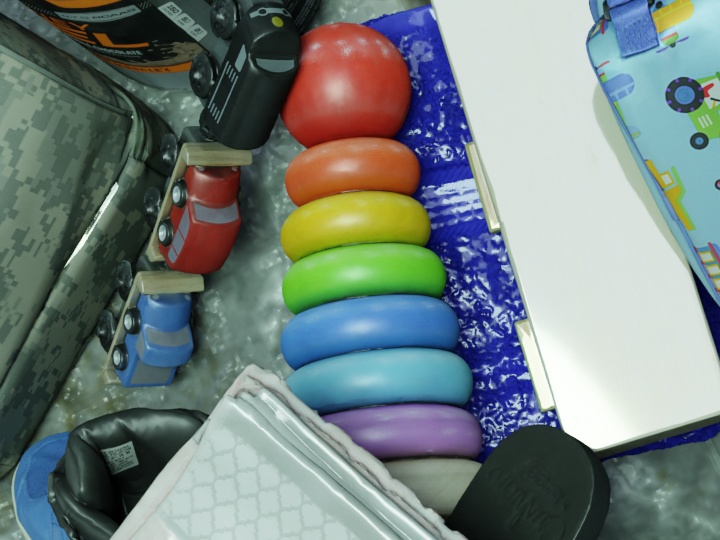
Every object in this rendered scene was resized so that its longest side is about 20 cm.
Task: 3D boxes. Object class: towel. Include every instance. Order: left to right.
[{"bbox_3d":[-0.017,0.163,0.783,0.200,0.032,0.191,39,112,10],"label":"towel"},{"bbox_3d":[0.070,-0.018,0.936,0.147,0.050,0.201,-15,81,12],"label":"towel"}]

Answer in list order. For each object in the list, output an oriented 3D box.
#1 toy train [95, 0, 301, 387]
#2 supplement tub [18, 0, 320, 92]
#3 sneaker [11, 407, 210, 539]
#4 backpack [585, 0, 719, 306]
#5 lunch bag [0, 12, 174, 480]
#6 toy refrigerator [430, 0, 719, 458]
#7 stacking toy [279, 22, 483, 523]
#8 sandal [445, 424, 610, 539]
[{"bbox_3d":[-0.065,-0.024,0.929,0.046,0.034,0.200,57,136,38],"label":"toy train"},{"bbox_3d":[-0.093,-0.150,0.905,0.122,0.200,0.123,-3,78,15],"label":"supplement tub"},{"bbox_3d":[-0.088,0.086,0.893,0.077,0.111,0.200,-27,35,-18],"label":"sneaker"},{"bbox_3d":[0.200,-0.083,0.824,0.200,0.135,0.183,-18,114,21],"label":"backpack"},{"bbox_3d":[-0.183,-0.020,0.934,0.139,0.168,0.200,32,92,14],"label":"lunch bag"},{"bbox_3d":[0.078,-0.031,0.878,0.070,0.076,0.201,-18,82,4],"label":"toy refrigerator"},{"bbox_3d":[0.000,0.000,0.892,0.085,0.085,0.201,-9,78,12],"label":"stacking toy"},{"bbox_3d":[0.017,0.141,0.820,0.075,0.045,0.200,34,98,45],"label":"sandal"}]
